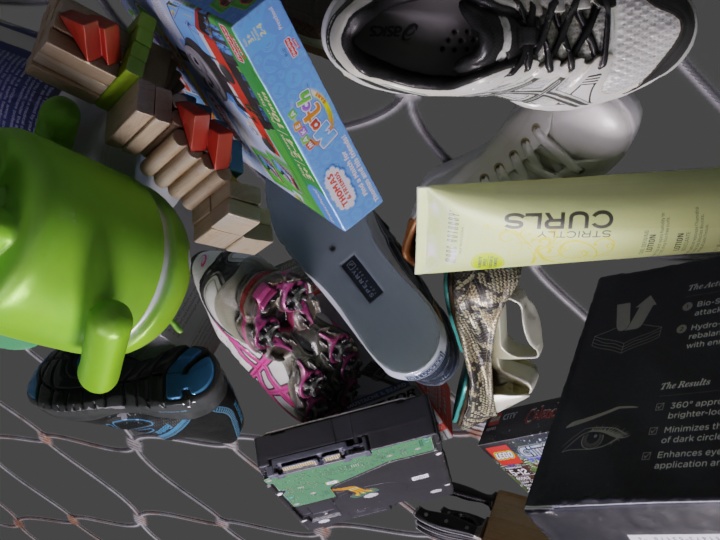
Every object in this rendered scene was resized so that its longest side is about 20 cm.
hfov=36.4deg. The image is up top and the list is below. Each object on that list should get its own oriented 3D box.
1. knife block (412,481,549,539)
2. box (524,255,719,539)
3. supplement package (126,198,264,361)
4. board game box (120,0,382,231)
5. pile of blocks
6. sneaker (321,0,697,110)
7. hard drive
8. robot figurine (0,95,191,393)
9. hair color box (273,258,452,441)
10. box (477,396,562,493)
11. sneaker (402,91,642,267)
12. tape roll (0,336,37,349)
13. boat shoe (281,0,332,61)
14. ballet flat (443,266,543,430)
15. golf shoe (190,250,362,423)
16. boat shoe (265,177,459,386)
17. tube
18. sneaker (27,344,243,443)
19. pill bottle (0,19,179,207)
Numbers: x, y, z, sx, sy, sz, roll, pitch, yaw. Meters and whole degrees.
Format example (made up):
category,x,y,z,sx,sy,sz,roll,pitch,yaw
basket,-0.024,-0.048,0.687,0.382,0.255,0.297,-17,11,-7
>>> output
category,x,y,z,sx,sy,sz,roll,pitch,yaw
knife block,0.156,0.260,1.075,0.175,0.064,0.199,38,144,-17
box,0.236,0.097,0.694,0.195,0.201,0.118,-13,129,43
supplement package,-0.206,-0.003,0.926,0.199,0.121,0.121,36,145,-15
board game box,-0.079,-0.122,0.685,0.200,0.036,0.152,37,162,49
pile of blocks,-0.112,-0.099,0.671,0.200,0.082,0.062,46,138,-14
sneaker,0.078,-0.114,0.559,0.197,0.088,0.077,-3,105,1
hard drive,0.001,0.159,0.888,0.138,0.038,0.200,-15,156,3
robot figurine,-0.185,-0.013,0.667,0.115,0.177,0.199,-35,150,20
hair color box,-0.012,0.077,0.921,0.110,0.064,0.201,-22,126,18
box,0.216,0.160,0.931,0.136,0.038,0.199,43,142,-22
sneaker,0.098,-0.050,0.701,0.073,0.085,0.200,38,142,-14
tape roll,-0.300,-0.028,0.813,0.198,0.048,0.202,22,142,18
boat shoe,0.019,-0.138,0.657,0.197,0.072,0.076,17,156,13
ballet flat,0.106,0.064,0.863,0.074,0.068,0.202,6,137,12
golf shoe,-0.060,0.049,0.824,0.091,0.073,0.201,28,157,35
boat shoe,0.000,0.000,0.801,0.202,0.070,0.091,58,-175,20
tube,0.130,-0.029,0.662,0.197,0.052,0.059,-4,98,-3
sneaker,-0.185,0.106,0.884,0.197,0.074,0.082,3,141,30
pill bottle,-0.221,-0.108,0.795,0.198,0.112,0.112,21,146,18
